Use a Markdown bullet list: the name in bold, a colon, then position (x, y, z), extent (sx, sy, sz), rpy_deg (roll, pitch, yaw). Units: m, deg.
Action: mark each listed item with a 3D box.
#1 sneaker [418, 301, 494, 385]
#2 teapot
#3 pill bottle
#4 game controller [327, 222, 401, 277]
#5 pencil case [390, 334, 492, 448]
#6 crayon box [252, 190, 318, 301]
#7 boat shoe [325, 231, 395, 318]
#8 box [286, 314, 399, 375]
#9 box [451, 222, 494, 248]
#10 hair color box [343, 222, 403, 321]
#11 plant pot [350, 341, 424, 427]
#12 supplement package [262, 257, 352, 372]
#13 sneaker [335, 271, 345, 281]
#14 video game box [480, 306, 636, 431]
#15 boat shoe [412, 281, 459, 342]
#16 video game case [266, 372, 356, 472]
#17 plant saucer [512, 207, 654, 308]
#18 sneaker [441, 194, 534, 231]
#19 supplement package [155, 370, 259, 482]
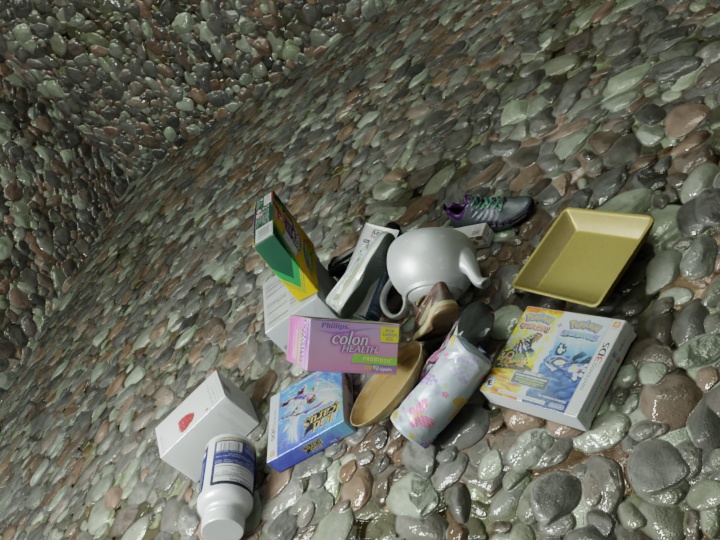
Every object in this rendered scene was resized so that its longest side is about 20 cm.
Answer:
- **sneaker**: position (0.183, 0.150, 1.279), extent (0.201, 0.080, 0.086), rpy_deg (-53, -8, 4)
- **teapot**: position (0.142, 0.015, 1.398), extent (0.196, 0.200, 0.147), rpy_deg (1, 66, -2)
- **pill bottle**: position (-0.269, 0.439, 1.398), extent (0.111, 0.111, 0.201), rpy_deg (-32, 32, 17)
- **game controller**: position (0.009, -0.051, 1.650), extent (0.199, 0.042, 0.104), rpy_deg (-31, 7, 10)
- **pencil case**: position (0.138, 0.208, 1.201), extent (0.091, 0.083, 0.201), rpy_deg (39, 96, 28)
- **crayon box**: position (-0.164, -0.056, 1.533), extent (0.058, 0.173, 0.201), rpy_deg (-30, 32, 12)
- **boat shoe**: position (0.000, 0.001, 1.453), extent (0.065, 0.074, 0.203), rpy_deg (36, 98, 34)
- **box**: position (-0.039, 0.143, 1.364), extent (0.200, 0.174, 0.098), rpy_deg (172, 103, -73)
- **box**: position (0.203, -0.066, 1.545), extent (0.199, 0.039, 0.042), rpy_deg (-10, 42, 44)
- **hair color box**: position (0.025, 0.005, 1.519), extent (0.100, 0.060, 0.201), rpy_deg (16, 81, 38)
- **plant pot**: position (0.056, 0.220, 1.318), extent (0.200, 0.027, 0.200), rpy_deg (-47, 10, 11)
- **supplement package**: position (-0.123, 0.093, 1.616), extent (0.150, 0.152, 0.200), rpy_deg (-34, 31, 11)
- **sneaker**: position (0.008, 0.022, 1.634), extent (0.112, 0.071, 0.200), rpy_deg (-38, 23, 1)
- **video game box**: position (0.318, 0.151, 1.133), extent (0.199, 0.047, 0.183), rpy_deg (7, 54, 53)
- **boat shoe**: position (0.136, 0.079, 1.319), extent (0.072, 0.200, 0.072), rpy_deg (-11, 68, -10)
- **video game case**: position (-0.104, 0.297, 1.447), extent (0.199, 0.045, 0.182), rpy_deg (-32, 33, 18)
- **plant saucer**: position (0.402, -0.017, 1.241), extent (0.200, 0.048, 0.199), rpy_deg (-52, 31, -14)
- **sneaker**: position (0.272, -0.132, 1.498), extent (0.199, 0.088, 0.075), rpy_deg (-17, 39, 37)
- **supplement package**: position (-0.353, 0.356, 1.592), extent (0.200, 0.120, 0.121), rpy_deg (-44, 31, -1)
